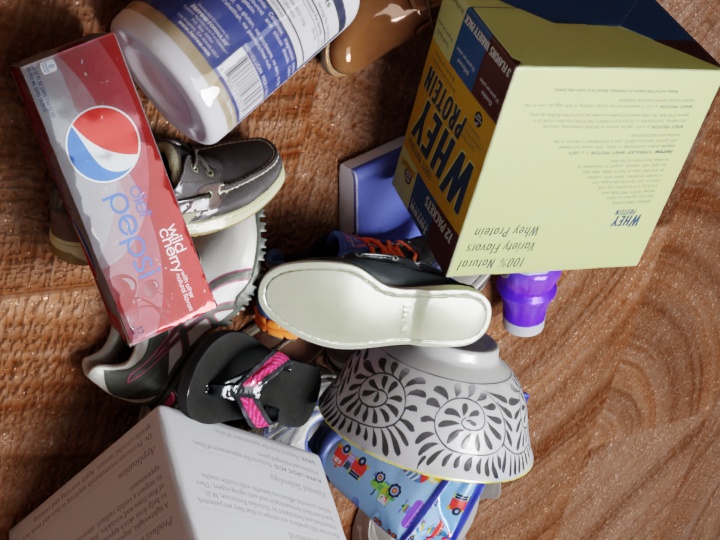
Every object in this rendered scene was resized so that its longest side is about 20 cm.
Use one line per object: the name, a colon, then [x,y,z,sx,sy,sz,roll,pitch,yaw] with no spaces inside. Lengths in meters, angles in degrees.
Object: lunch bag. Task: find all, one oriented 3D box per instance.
lunch bag: [0.065,0.155,1.218,0.094,0.150,0.201,26,96,-52]

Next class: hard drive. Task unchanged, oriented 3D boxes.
hard drive: [0.063,-0.075,1.158,0.199,0.025,0.133,-27,133,-32]

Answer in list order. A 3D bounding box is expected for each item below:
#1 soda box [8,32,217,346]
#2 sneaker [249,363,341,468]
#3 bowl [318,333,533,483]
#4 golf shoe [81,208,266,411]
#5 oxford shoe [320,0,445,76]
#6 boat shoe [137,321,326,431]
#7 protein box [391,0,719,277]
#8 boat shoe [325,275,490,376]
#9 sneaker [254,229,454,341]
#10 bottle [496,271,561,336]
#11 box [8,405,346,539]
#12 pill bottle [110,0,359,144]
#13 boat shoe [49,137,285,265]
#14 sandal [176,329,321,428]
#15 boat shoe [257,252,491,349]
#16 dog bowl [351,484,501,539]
soda box: [-0.168,-0.056,0.829,0.069,0.063,0.202,-24,108,-18]
sneaker: [-0.082,0.178,1.128,0.200,0.088,0.075,-47,143,-7]
bowl: [0.070,0.099,1.073,0.199,0.200,0.095,-1,112,-46]
golf shoe: [-0.144,0.019,0.968,0.088,0.077,0.202,22,97,-42]
oxford shoe: [0.049,-0.226,1.005,0.200,0.071,0.072,-43,141,-15]
boat shoe: [-0.100,0.108,1.074,0.199,0.072,0.076,-35,137,-25]
protein box: [0.157,-0.118,1.021,0.196,0.135,0.201,-3,131,-23]
boat shoe: [0.053,0.043,1.195,0.199,0.072,0.060,-36,143,-18]
sneaker: [0.000,0.000,1.074,0.198,0.075,0.079,-17,125,-18]
bottle: [0.177,-0.024,1.268,0.064,0.084,0.202,-5,125,-7]
box: [-0.145,0.236,1.000,0.198,0.132,0.199,-39,141,22]
pill bottle: [-0.071,-0.194,0.867,0.200,0.111,0.112,-44,140,-16]
boat shoe: [-0.140,-0.064,0.912,0.199,0.073,0.065,-27,138,-32]
sandal: [-0.077,0.095,0.990,0.199,0.045,0.076,19,88,-59]
boat shoe: [0.008,0.018,1.009,0.197,0.066,0.075,2,113,-15]
dog bowl: [0.072,0.279,1.386,0.199,0.058,0.202,-27,133,-33]
